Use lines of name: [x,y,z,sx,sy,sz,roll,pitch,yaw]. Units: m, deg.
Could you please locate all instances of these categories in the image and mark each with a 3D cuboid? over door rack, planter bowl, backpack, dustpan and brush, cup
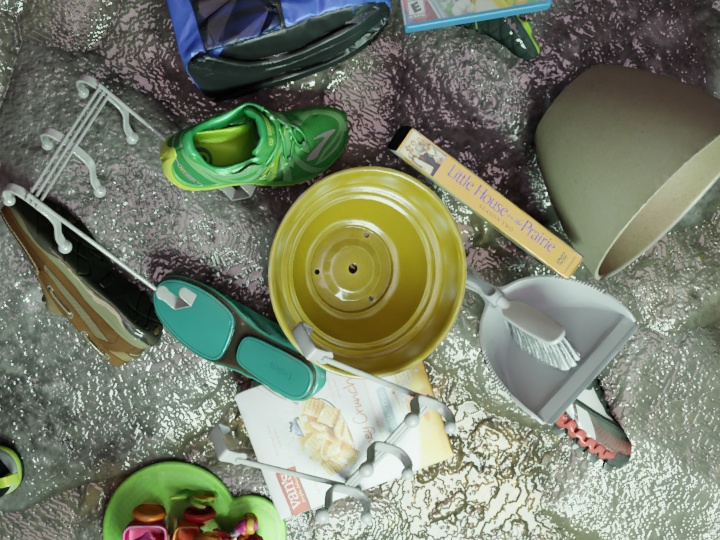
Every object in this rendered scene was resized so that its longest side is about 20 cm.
over door rack: [-0.222,-0.070,0.902,0.199,0.066,0.149,34,63,-18]
planter bowl: [0.000,0.000,0.933,0.196,0.083,0.205,-1,94,-14]
backpack: [-0.076,-0.265,0.865,0.196,0.163,0.171,-15,94,-1]
dustpan and brush: [0.153,0.044,0.923,0.140,0.199,0.057,-45,129,-9]
over door rack: [-0.021,0.158,0.876,0.199,0.067,0.148,31,109,-32]
cup: [0.252,-0.114,0.903,0.200,0.200,0.144,-42,71,2]

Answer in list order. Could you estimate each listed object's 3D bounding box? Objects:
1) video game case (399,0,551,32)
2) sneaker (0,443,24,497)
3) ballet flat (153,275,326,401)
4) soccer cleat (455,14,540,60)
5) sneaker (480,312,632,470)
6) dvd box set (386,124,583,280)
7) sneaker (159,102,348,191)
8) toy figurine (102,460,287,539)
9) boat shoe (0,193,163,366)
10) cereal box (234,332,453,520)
video game case: [0.095,-0.337,0.885,0.140,0.018,0.204,-9,86,2]
sneaker: [-0.439,0.214,0.941,0.196,0.083,0.073,-12,97,-2]
ballet flat: [-0.118,0.068,0.944,0.198,0.070,0.068,29,100,13]
soccer cleat: [0.093,-0.270,0.928,0.200,0.068,0.081,44,102,-1]
sneaker: [0.222,0.120,0.974,0.200,0.071,0.098,43,95,-6]
dvd box set: [0.115,-0.070,0.908,0.199,0.146,0.030,36,96,-8]
sneaker: [-0.091,-0.119,0.900,0.197,0.083,0.075,-16,88,-28]
toy figurine: [-0.171,0.290,0.915,0.196,0.184,0.153,4,97,-4]
boat shoe: [-0.287,0.015,0.932,0.074,0.076,0.200,-41,92,20]
cereal box: [-0.017,0.158,0.980,0.197,0.040,0.146,-21,98,-1]
